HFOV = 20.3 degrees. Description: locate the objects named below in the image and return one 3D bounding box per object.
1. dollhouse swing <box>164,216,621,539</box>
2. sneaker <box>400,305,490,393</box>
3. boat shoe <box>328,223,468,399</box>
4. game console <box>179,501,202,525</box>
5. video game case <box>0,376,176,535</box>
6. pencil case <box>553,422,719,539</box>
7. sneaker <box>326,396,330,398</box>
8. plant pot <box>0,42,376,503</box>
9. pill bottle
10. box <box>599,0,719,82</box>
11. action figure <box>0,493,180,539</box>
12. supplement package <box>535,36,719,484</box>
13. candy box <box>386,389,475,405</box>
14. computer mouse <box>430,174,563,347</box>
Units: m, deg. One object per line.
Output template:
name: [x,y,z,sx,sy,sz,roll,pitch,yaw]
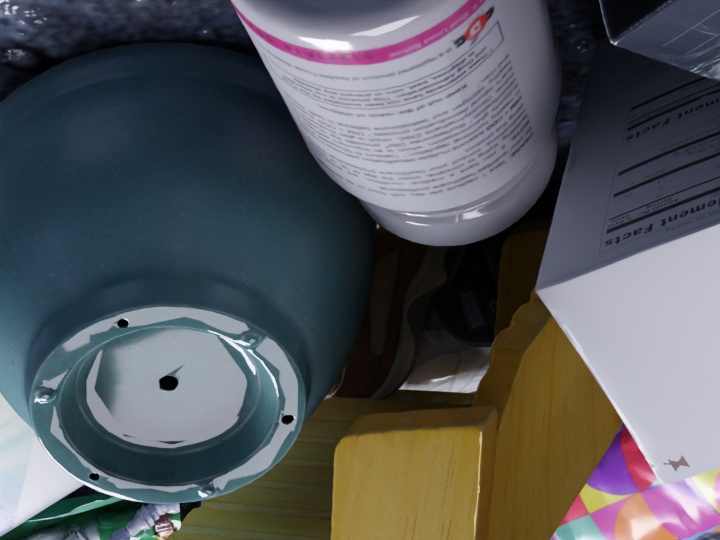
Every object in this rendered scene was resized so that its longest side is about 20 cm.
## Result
dollhouse swing: [0.011,0.061,0.927,0.176,0.200,0.182,16,124,22]
sneaker: [0.065,0.036,1.133,0.081,0.075,0.200,21,143,-29]
boat shoe: [0.000,0.000,1.045,0.074,0.076,0.200,5,144,-12]
game console: [-0.046,0.168,1.219,0.118,0.200,0.171,-24,150,32]
video game case: [-0.187,0.039,1.007,0.182,0.022,0.200,-32,126,20]
pencil case: [0.186,0.094,1.068,0.088,0.088,0.200,17,144,-40]
sneaker: [0.029,0.136,1.297,0.078,0.091,0.200,-18,152,24]
plant pot: [-0.087,0.018,0.899,0.200,0.134,0.200,-3,130,-3]
pill bottle: [0.019,-0.093,0.803,0.113,0.113,0.200,-11,154,9]
box: [0.214,-0.152,0.722,0.197,0.124,0.200,12,149,-37]
action figure: [-0.154,0.178,1.386,0.200,0.055,0.118,-18,149,14]
supplement package: [0.159,-0.025,0.846,0.110,0.200,0.114,-22,117,27]
candy box: [0.000,0.113,1.044,0.102,0.026,0.200,4,-157,25]
computer mouse: [0.133,0.008,1.027,0.200,0.140,0.046,-29,171,34]
